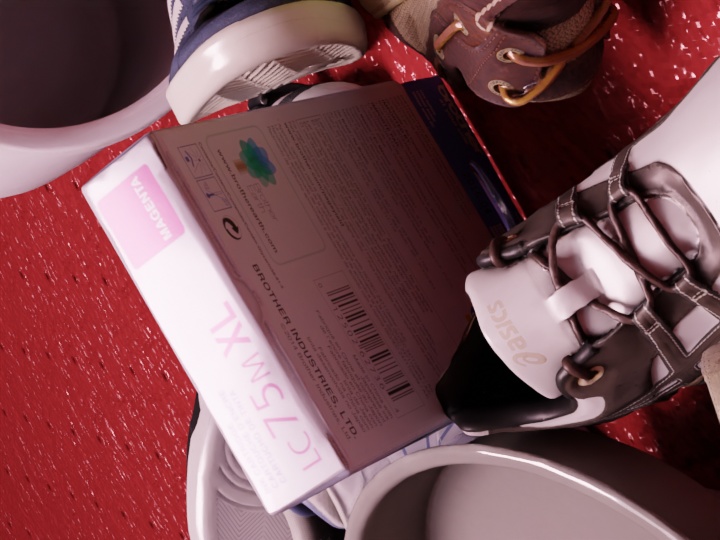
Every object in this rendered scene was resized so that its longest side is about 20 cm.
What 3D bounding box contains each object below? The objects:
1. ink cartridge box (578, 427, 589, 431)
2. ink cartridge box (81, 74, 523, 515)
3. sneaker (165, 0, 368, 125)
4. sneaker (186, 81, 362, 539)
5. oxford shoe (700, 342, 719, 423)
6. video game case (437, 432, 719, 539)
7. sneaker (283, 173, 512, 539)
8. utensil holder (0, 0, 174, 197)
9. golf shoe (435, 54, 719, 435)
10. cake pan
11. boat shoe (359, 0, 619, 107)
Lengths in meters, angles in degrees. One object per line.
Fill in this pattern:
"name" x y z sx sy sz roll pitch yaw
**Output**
"ink cartridge box" 0.085 0.143 0.944 0.200 0.041 0.200 41 149 44
"ink cartridge box" 0.000 0.000 0.781 0.042 0.200 0.119 -34 84 30
"sneaker" -0.044 -0.104 0.833 0.200 0.075 0.085 -115 4 -84
"sneaker" -0.034 0.023 0.951 0.112 0.073 0.200 -166 90 -71
"oxford shoe" 0.140 0.108 0.672 0.075 0.070 0.200 -3 100 22
"video game case" 0.126 0.151 0.801 0.200 0.023 0.182 10 128 41
"sneaker" 0.014 0.057 0.868 0.074 0.087 0.200 0 84 55
"utensil holder" -0.155 -0.119 1.010 0.170 0.170 0.200 63 162 -2
"golf shoe" 0.086 0.000 0.680 0.078 0.094 0.200 57 150 17
"cake pan" 0.083 0.133 0.780 0.200 0.037 0.200 27 137 28
"boat shoe" 0.052 -0.087 0.706 0.072 0.072 0.200 57 164 -7
